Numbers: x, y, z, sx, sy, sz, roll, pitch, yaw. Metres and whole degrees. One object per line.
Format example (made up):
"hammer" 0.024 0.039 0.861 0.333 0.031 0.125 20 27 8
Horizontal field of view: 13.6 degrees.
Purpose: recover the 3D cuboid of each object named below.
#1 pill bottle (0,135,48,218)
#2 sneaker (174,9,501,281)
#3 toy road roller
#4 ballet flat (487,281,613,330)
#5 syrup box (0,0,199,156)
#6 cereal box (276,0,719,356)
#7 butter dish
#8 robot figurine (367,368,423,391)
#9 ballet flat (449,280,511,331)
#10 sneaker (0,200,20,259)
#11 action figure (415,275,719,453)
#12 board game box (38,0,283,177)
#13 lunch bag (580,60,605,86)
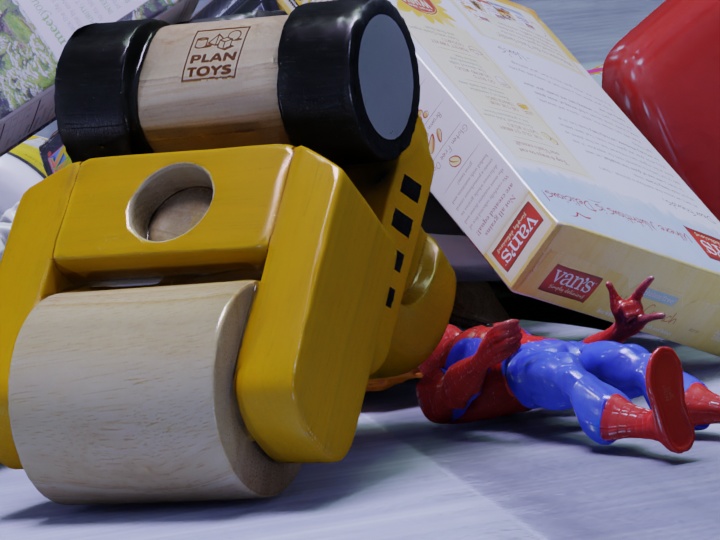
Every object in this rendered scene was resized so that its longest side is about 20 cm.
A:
"pill bottle" -0.184 -0.013 1.545 0.111 0.113 0.200 -6 4 5
"sneaker" -0.010 -0.053 1.227 0.199 0.100 0.071 11 -6 19
"toy road roller" -0.035 0.010 1.039 0.122 0.201 0.146 -3 -37 26
"ballet flat" 0.066 0.002 1.341 0.068 0.068 0.200 41 -18 -33
"syrup box" -0.168 -0.087 1.244 0.200 0.079 0.081 -35 -3 -16
"cereal box" 0.065 -0.051 1.204 0.144 0.040 0.200 17 28 -44
"butter dish" 0.165 -0.049 1.344 0.147 0.200 0.200 -29 3 6
"robot figurine" -0.062 0.025 1.233 0.144 0.059 0.200 -3 3 -29
"ballet flat" 0.000 0.000 1.322 0.068 0.073 0.200 32 -21 -33
"sneaker" -0.169 0.014 1.377 0.081 0.075 0.200 -21 5 38
"action figure" 0.071 0.034 1.050 0.065 0.052 0.200 -12 4 -27
"board game box" -0.022 -0.067 1.390 0.165 0.057 0.200 -38 -27 28
"lunch bag" 0.124 -0.048 1.542 0.170 0.123 0.200 -3 0 25
